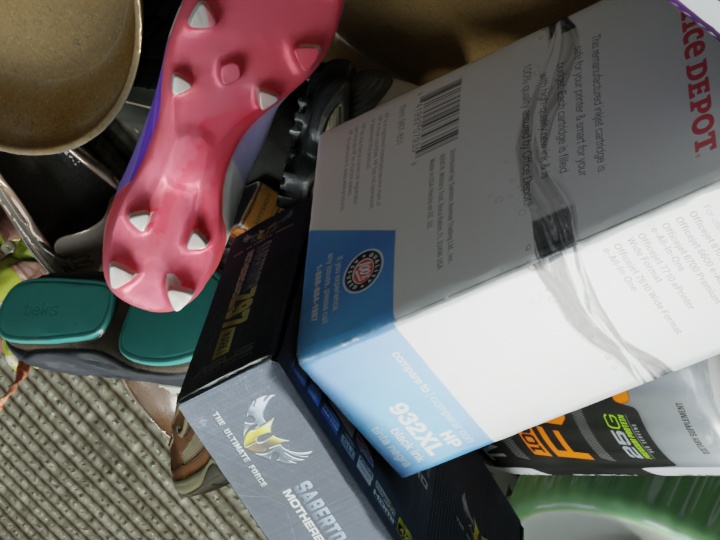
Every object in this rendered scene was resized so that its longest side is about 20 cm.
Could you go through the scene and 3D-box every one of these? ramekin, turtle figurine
[{"bbox_3d":[0.170,0.142,1.067,0.199,0.098,0.200,23,147,16],"label":"ramekin"},{"bbox_3d":[-0.243,0.024,1.205,0.200,0.162,0.064,-8,131,47],"label":"turtle figurine"}]

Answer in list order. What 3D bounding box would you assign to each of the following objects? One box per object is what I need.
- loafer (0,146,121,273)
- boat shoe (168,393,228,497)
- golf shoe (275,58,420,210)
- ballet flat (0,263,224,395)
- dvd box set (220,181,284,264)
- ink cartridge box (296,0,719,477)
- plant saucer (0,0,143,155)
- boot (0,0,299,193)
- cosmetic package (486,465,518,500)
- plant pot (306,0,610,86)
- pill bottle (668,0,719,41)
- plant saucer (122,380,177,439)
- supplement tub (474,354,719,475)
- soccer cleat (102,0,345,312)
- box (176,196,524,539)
[{"bbox_3d":[-0.164,-0.037,1.125,0.200,0.072,0.063,47,177,-17],"label":"loafer"},{"bbox_3d":[-0.071,0.083,1.169,0.074,0.075,0.200,68,158,3],"label":"boat shoe"},{"bbox_3d":[0.000,0.000,0.954,0.094,0.078,0.200,12,126,-3],"label":"golf shoe"},{"bbox_3d":[-0.110,0.032,1.071,0.200,0.073,0.073,0,136,44],"label":"ballet flat"},{"bbox_3d":[-0.012,0.027,1.090,0.200,0.029,0.146,34,157,-22],"label":"dvd box set"},{"bbox_3d":[0.082,-0.024,0.805,0.200,0.145,0.084,-24,125,23],"label":"ink cartridge box"},{"bbox_3d":[-0.172,-0.150,0.924,0.200,0.035,0.201,19,130,25],"label":"plant saucer"},{"bbox_3d":[-0.107,-0.087,1.031,0.200,0.078,0.138,22,165,39],"label":"boot"},{"bbox_3d":[0.057,0.164,1.155,0.074,0.102,0.200,-5,149,44],"label":"cosmetic package"},{"bbox_3d":[0.025,-0.131,0.888,0.199,0.028,0.200,22,147,15],"label":"plant pot"},{"bbox_3d":[0.144,-0.135,0.697,0.200,0.112,0.111,37,148,-8],"label":"pill bottle"},{"bbox_3d":[-0.061,0.086,1.253,0.200,0.032,0.200,24,148,16],"label":"plant saucer"},{"bbox_3d":[0.116,0.035,0.946,0.200,0.123,0.123,-7,132,45],"label":"supplement tub"},{"bbox_3d":[-0.063,-0.075,0.899,0.066,0.077,0.201,21,107,-11],"label":"soccer cleat"},{"bbox_3d":[0.004,0.086,0.867,0.051,0.158,0.200,-26,109,16],"label":"box"}]
